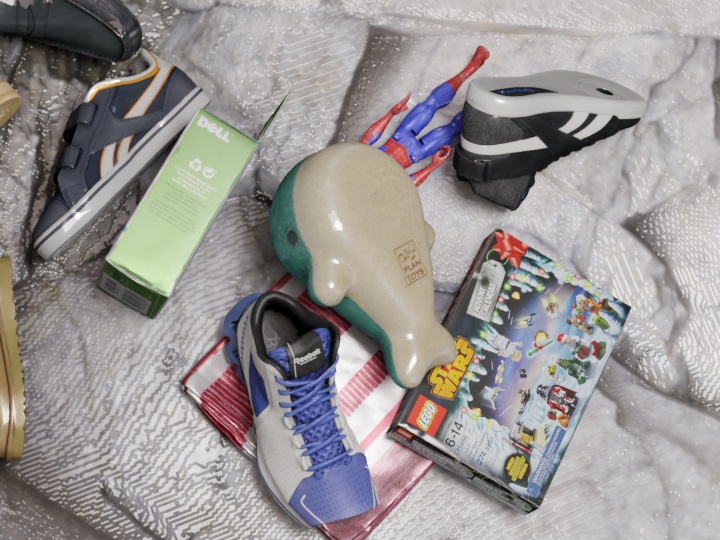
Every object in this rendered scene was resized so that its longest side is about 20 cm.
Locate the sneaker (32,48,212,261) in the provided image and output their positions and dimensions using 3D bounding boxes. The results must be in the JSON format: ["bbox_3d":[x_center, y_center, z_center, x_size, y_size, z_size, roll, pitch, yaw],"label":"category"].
[{"bbox_3d":[-0.211,-0.097,1.500,0.079,0.078,0.200,43,61,-6],"label":"sneaker"}]

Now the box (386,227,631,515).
[{"bbox_3d":[0.125,0.082,1.542,0.137,0.040,0.201,30,67,-4],"label":"box"}]

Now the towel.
[{"bbox_3d":[-0.032,0.114,1.522,0.200,0.023,0.144,45,72,0],"label":"towel"}]

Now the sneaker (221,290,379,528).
[{"bbox_3d":[-0.049,0.101,1.450,0.080,0.115,0.200,-21,81,-16],"label":"sneaker"}]

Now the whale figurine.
[{"bbox_3d":[0.000,0.000,1.485,0.159,0.104,0.201,-32,97,-50],"label":"whale figurine"}]

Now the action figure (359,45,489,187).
[{"bbox_3d":[0.046,-0.112,1.576,0.200,0.052,0.065,-41,92,-14],"label":"action figure"}]

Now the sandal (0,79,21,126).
[{"bbox_3d":[-0.339,-0.065,1.465,0.212,0.078,0.070,-41,83,-22],"label":"sandal"}]

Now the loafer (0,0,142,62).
[{"bbox_3d":[-0.273,-0.214,1.501,0.200,0.068,0.071,25,48,7],"label":"loafer"}]

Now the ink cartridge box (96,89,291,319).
[{"bbox_3d":[-0.136,-0.066,1.495,0.059,0.104,0.201,31,74,-5],"label":"ink cartridge box"}]

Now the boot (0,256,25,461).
[{"bbox_3d":[-0.364,0.074,1.440,0.199,0.066,0.176,-5,67,-14],"label":"boot"}]

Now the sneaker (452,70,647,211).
[{"bbox_3d":[0.154,-0.108,1.592,0.199,0.073,0.112,-4,120,-39],"label":"sneaker"}]
